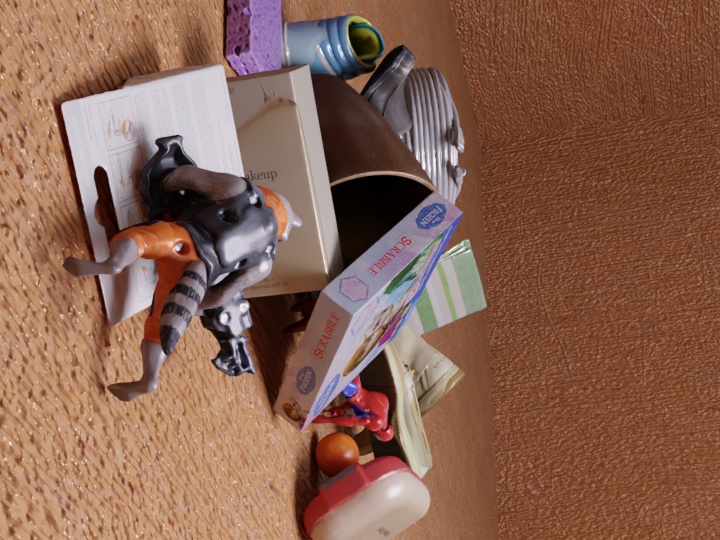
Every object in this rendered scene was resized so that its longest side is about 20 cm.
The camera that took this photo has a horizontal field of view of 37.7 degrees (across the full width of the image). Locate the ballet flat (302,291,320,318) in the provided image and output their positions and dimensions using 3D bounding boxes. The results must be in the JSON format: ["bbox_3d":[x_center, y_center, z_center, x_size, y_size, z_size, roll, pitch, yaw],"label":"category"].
[{"bbox_3d":[-0.041,0.066,1.270,0.067,0.046,0.201,-51,132,-43],"label":"ballet flat"}]

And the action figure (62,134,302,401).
[{"bbox_3d":[-0.105,0.012,0.754,0.194,0.104,0.201,-47,127,-41],"label":"action figure"}]

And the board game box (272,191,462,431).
[{"bbox_3d":[0.007,0.042,1.070,0.199,0.041,0.200,-42,163,-40],"label":"board game box"}]

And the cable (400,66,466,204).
[{"bbox_3d":[0.081,-0.161,1.372,0.200,0.069,0.201,92,-9,-58],"label":"cable"}]

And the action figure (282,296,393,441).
[{"bbox_3d":[-0.038,0.132,1.211,0.200,0.099,0.065,53,28,-23],"label":"action figure"}]

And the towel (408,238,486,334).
[{"bbox_3d":[0.064,0.042,1.402,0.153,0.199,0.023,68,-1,-52],"label":"towel"}]

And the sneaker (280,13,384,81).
[{"bbox_3d":[-0.027,-0.243,1.276,0.200,0.130,0.080,41,43,-75],"label":"sneaker"}]

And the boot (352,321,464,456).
[{"bbox_3d":[0.019,0.136,1.354,0.156,0.200,0.073,48,37,5],"label":"boot"}]

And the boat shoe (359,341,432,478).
[{"bbox_3d":[0.043,0.166,1.283,0.063,0.073,0.201,-30,109,-47],"label":"boat shoe"}]

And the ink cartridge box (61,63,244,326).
[{"bbox_3d":[-0.160,-0.065,0.809,0.200,0.057,0.163,-31,115,-55],"label":"ink cartridge box"}]

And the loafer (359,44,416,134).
[{"bbox_3d":[0.032,-0.193,1.250,0.073,0.072,0.200,-57,-178,-26],"label":"loafer"}]

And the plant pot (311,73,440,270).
[{"bbox_3d":[-0.027,-0.114,1.151,0.187,0.186,0.201,66,5,-55],"label":"plant pot"}]

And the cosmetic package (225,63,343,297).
[{"bbox_3d":[-0.085,-0.082,0.982,0.073,0.103,0.201,-59,140,-70],"label":"cosmetic package"}]

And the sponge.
[{"bbox_3d":[-0.114,-0.290,1.137,0.112,0.030,0.201,54,31,-66],"label":"sponge"}]

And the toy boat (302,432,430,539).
[{"bbox_3d":[-0.006,0.243,1.199,0.131,0.130,0.200,57,0,25],"label":"toy boat"}]
